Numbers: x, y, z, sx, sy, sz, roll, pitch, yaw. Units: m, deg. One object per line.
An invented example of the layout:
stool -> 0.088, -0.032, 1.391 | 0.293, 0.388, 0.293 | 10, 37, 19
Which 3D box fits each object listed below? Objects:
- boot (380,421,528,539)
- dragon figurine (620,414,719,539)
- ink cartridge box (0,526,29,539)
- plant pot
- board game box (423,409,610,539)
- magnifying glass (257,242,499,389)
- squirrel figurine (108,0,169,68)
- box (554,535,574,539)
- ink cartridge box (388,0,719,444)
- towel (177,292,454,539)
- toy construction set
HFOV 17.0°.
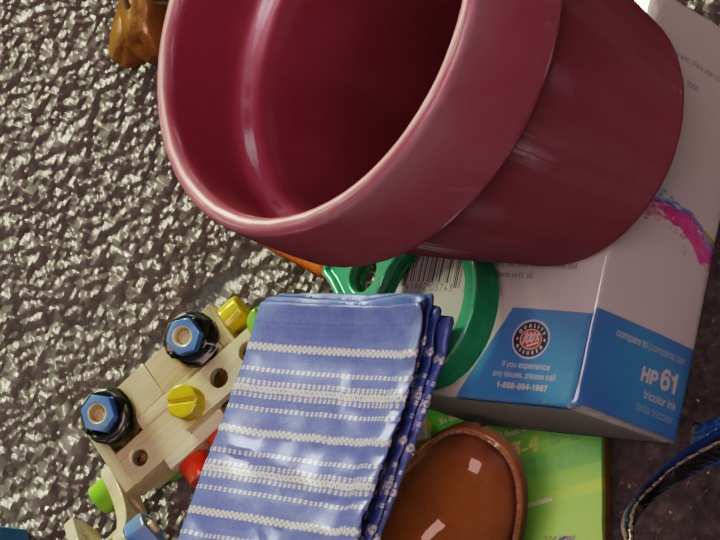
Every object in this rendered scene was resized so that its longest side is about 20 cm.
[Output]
boot -> -0.004, 0.169, 1.151 | 0.077, 0.155, 0.200 | 43, 114, 11
dragon figurine -> 0.202, 0.064, 1.101 | 0.199, 0.100, 0.059 | -11, 59, -29
ink cartridge box -> -0.200, 0.235, 1.237 | 0.066, 0.116, 0.202 | -14, 80, 10
plant pot -> 0.038, -0.087, 1.054 | 0.199, 0.178, 0.202 | -19, 61, 40
board game box -> 0.080, 0.085, 1.238 | 0.095, 0.030, 0.202 | -1, 83, 13
magnifying glass -> 0.000, 0.000, 1.184 | 0.200, 0.022, 0.080 | 28, 97, 54
squirrel figurine -> -0.074, -0.202, 1.231 | 0.140, 0.187, 0.202 | 13, 84, 17
box -> 0.060, 0.224, 1.036 | 0.117, 0.060, 0.200 | 50, 128, 21
ink cartridge box -> 0.097, -0.027, 1.166 | 0.144, 0.084, 0.202 | 3, 77, 48
towel -> -0.036, 0.103, 1.126 | 0.144, 0.024, 0.201 | 1, 66, 51
toy construction set -> -0.074, 0.091, 1.240 | 0.199, 0.092, 0.131 | -36, 69, -4
